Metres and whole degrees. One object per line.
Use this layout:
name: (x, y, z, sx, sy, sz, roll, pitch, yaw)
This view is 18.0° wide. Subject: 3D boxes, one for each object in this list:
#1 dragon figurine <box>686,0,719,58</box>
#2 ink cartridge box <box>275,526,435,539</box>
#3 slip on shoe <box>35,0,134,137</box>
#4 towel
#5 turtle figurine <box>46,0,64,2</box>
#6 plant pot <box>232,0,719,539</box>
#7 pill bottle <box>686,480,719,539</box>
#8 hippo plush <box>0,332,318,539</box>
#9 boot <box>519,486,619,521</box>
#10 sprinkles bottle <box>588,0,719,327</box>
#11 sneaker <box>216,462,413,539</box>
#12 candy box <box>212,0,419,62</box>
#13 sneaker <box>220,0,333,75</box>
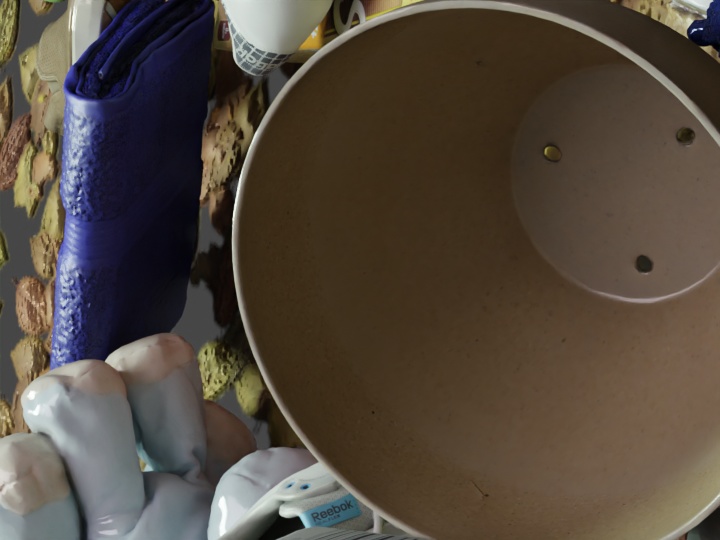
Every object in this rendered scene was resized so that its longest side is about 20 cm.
dragon figurine: (0.201, -0.081, 0.773, 0.200, 0.099, 0.059, 20, 101, 53)
ink cartridge box: (0.059, 0.193, 0.759, 0.198, 0.043, 0.201, 1, 98, 38)
slip on shoe: (-0.152, -0.117, 1.254, 0.200, 0.060, 0.076, 91, -159, -73)
towel: (-0.127, -0.036, 1.193, 0.148, 0.049, 0.200, -55, -23, -56)
turtle figurine: (-0.175, -0.265, 1.315, 0.144, 0.200, 0.194, 4, 78, 41)
plant pot: (0.074, -0.012, 0.805, 0.200, 0.134, 0.201, 10, 113, 25)
pill bottle: (0.191, 0.148, 0.737, 0.110, 0.109, 0.200, -60, 40, 30)
hippo plush: (-0.094, 0.137, 1.116, 0.161, 0.159, 0.200, 17, 79, 44)
boot: (0.119, 0.181, 0.843, 0.070, 0.132, 0.200, -19, 66, 6)
sprinkles bottle: (0.131, -0.031, 0.897, 0.068, 0.068, 0.200, 35, 113, 53)
sneaker: (0.013, 0.103, 0.983, 0.200, 0.087, 0.075, -33, 75, 20)
candy box: (0.004, -0.162, 1.122, 0.200, 0.055, 0.116, 9, 92, 57)
sneaker: (-0.062, -0.190, 1.116, 0.081, 0.076, 0.200, 120, 144, -45)
